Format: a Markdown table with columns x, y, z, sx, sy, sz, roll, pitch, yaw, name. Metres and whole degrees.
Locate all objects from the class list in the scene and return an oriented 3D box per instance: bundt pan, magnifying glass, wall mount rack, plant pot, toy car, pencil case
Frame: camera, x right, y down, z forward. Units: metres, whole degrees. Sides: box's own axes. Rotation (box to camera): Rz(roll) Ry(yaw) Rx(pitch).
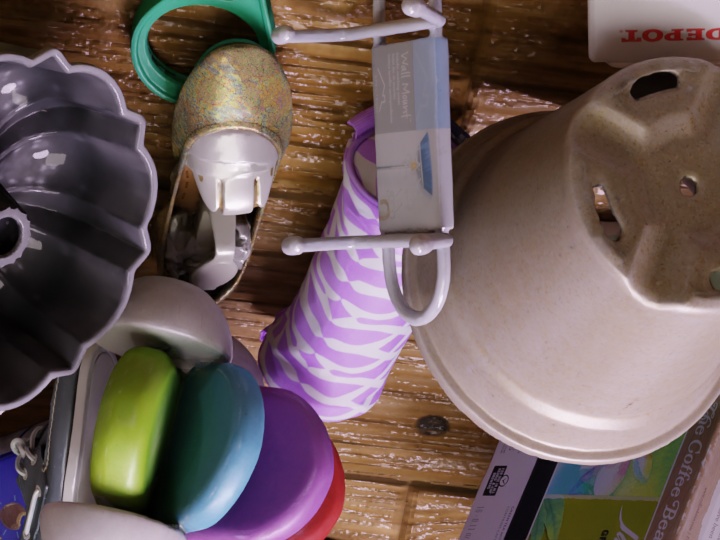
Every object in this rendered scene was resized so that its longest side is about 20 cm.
| x | y | z | sx | sy | sz | roll | pitch | yaw | name |
| --- | --- | --- | --- | --- | --- | --- | --- | --- | --- |
| -0.206 | -0.030 | 1.441 | 0.076 | 0.202 | 0.202 | 28 | 155 | 42 | bundt pan |
| -0.068 | -0.161 | 1.462 | 0.079 | 0.023 | 0.200 | 14 | 137 | -12 | magnifying glass |
| 0.015 | -0.070 | 1.410 | 0.074 | 0.202 | 0.173 | -3 | -179 | -28 | wall mount rack |
| 0.141 | -0.017 | 1.425 | 0.199 | 0.202 | 0.184 | 14 | 160 | -12 | plant pot |
| -0.084 | 0.111 | 1.551 | 0.149 | 0.176 | 0.200 | 9 | 162 | 14 | toy car |
| 0.000 | 0.000 | 1.584 | 0.085 | 0.084 | 0.201 | 38 | 134 | 14 | pencil case |

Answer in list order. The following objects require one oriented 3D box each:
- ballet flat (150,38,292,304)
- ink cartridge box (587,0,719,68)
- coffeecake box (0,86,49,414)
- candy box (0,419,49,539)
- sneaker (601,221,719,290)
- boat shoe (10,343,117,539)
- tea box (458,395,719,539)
| x | y | z | sx | sy | sz | roll | pitch | yaw | name |
| --- | --- | --- | --- | --- | --- | --- | --- | --- | --- |
| -0.077 | -0.045 | 1.533 | 0.070 | 0.071 | 0.200 | 11 | 143 | -8 | ballet flat |
| 0.183 | -0.202 | 1.354 | 0.144 | 0.084 | 0.201 | 0 | 136 | 5 | ink cartridge box |
| -0.241 | -0.014 | 1.528 | 0.073 | 0.154 | 0.200 | 29 | 157 | 43 | coffeecake box |
| -0.188 | 0.183 | 1.725 | 0.199 | 0.077 | 0.170 | -20 | 103 | 12 | candy box |
| 0.125 | 0.033 | 1.582 | 0.199 | 0.119 | 0.074 | -7 | 138 | 12 | sneaker |
| -0.184 | 0.127 | 1.625 | 0.061 | 0.073 | 0.201 | 16 | 121 | 12 | boat shoe |
| 0.162 | 0.186 | 1.635 | 0.133 | 0.201 | 0.196 | 37 | 156 | -31 | tea box |
